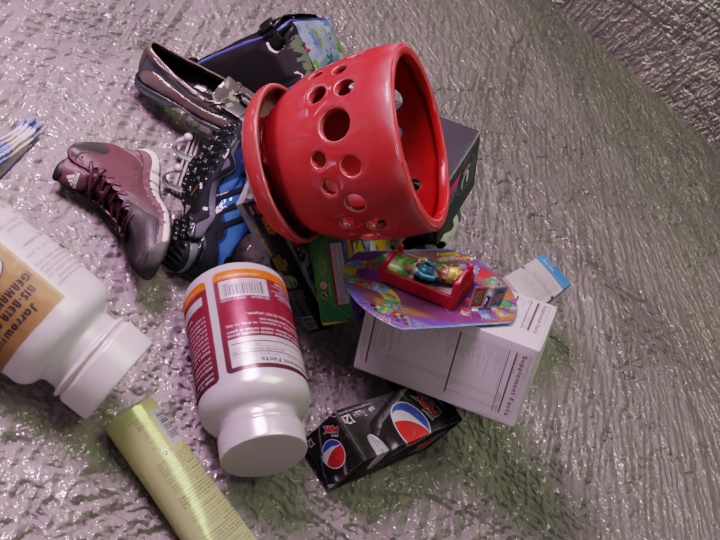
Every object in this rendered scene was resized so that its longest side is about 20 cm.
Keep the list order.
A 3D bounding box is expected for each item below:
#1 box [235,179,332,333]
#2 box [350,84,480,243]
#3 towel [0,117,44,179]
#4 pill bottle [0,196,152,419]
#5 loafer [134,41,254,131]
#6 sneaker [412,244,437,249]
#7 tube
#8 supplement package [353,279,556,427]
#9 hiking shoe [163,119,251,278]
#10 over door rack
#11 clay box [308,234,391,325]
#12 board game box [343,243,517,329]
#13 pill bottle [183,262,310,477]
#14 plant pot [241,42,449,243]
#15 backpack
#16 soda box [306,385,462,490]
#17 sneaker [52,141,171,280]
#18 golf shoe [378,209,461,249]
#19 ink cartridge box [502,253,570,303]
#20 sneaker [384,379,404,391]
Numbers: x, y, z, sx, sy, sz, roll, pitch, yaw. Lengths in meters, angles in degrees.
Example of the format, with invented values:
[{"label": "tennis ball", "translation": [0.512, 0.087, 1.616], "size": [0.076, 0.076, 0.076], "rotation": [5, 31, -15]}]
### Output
[{"label": "box", "translation": [-0.074, -0.044, 1.123], "size": [0.137, 0.040, 0.200], "rotation": [-77, 149, -49]}, {"label": "box", "translation": [0.039, -0.141, 1.216], "size": [0.200, 0.106, 0.122], "rotation": [23, 58, 17]}, {"label": "towel", "translation": [-0.364, -0.054, 0.799], "size": [0.024, 0.147, 0.200], "rotation": [48, 32, -12]}, {"label": "pill bottle", "translation": [-0.288, 0.033, 0.820], "size": [0.200, 0.114, 0.114], "rotation": [41, 32, -7]}, {"label": "loafer", "translation": [-0.190, -0.224, 1.180], "size": [0.200, 0.063, 0.072], "rotation": [23, 39, 1]}, {"label": "sneaker", "translation": [0.079, -0.009, 1.314], "size": [0.077, 0.085, 0.200], "rotation": [6, 51, -46]}, {"label": "tube", "translation": [-0.155, 0.209, 0.847], "size": [0.058, 0.052, 0.200], "rotation": [-36, 86, -16]}, {"label": "supplement package", "translation": [0.110, 0.078, 1.089], "size": [0.200, 0.114, 0.110], "rotation": [20, 30, 12]}, {"label": "hiking shoe", "translation": [-0.162, -0.077, 1.087], "size": [0.087, 0.074, 0.200], "rotation": [32, 69, -37]}, {"label": "over door rack", "translation": [-0.145, -0.119, 1.198], "size": [0.200, 0.067, 0.148], "rotation": [32, 36, -21]}, {"label": "clay box", "translation": [0.000, 0.000, 1.171], "size": [0.200, 0.047, 0.115], "rotation": [-10, 91, -68]}, {"label": "board game box", "translation": [0.081, 0.002, 1.050], "size": [0.200, 0.039, 0.158], "rotation": [-1, 33, -22]}, {"label": "pill bottle", "translation": [-0.114, 0.100, 0.948], "size": [0.113, 0.113, 0.200], "rotation": [18, 42, -37]}, {"label": "plant pot", "translation": [-0.014, -0.124, 1.005], "size": [0.200, 0.182, 0.201], "rotation": [-12, 90, -69]}, {"label": "backpack", "translation": [-0.110, -0.266, 1.303], "size": [0.147, 0.183, 0.200], "rotation": [66, 27, -10]}, {"label": "soda box", "translation": [0.029, 0.181, 1.059], "size": [0.200, 0.071, 0.063], "rotation": [-9, 59, -53]}, {"label": "sneaker", "translation": [-0.273, -0.072, 1.005], "size": [0.115, 0.076, 0.200], "rotation": [16, 32, -31]}, {"label": "golf shoe", "translation": [0.036, -0.073, 1.278], "size": [0.078, 0.200, 0.095], "rotation": [67, 30, -51]}, {"label": "ink cartridge box", "translation": [0.217, 0.052, 1.376], "size": [0.068, 0.116, 0.200], "rotation": [51, 32, 10]}, {"label": "sneaker", "translation": [0.102, 0.118, 1.235], "size": [0.200, 0.075, 0.116], "rotation": [8, 20, -25]}]
